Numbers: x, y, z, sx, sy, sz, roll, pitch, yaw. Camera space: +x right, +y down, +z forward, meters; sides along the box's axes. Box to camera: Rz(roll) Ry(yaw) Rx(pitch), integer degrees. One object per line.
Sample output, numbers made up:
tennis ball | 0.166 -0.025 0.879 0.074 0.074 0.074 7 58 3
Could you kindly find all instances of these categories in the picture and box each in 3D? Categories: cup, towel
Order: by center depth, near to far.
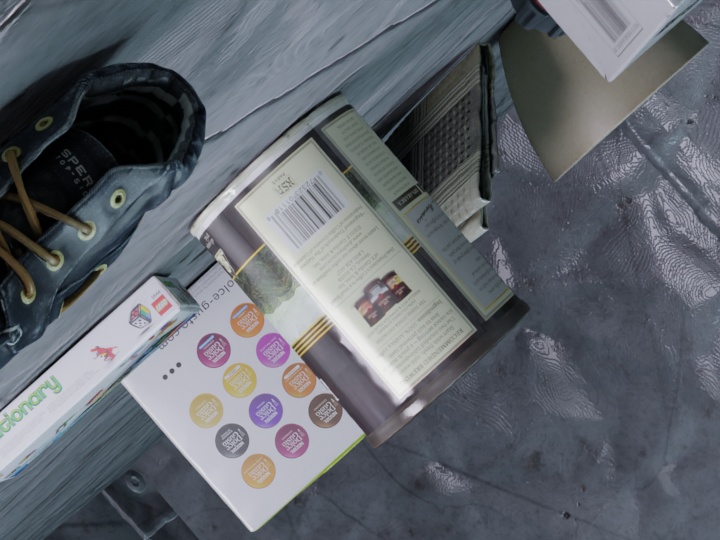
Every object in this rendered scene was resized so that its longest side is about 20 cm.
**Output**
towel | 0.071 -0.085 2.137 0.200 0.034 0.194 -45 -147 46
cup | 0.216 -0.205 2.247 0.200 0.143 0.200 -42 178 -1

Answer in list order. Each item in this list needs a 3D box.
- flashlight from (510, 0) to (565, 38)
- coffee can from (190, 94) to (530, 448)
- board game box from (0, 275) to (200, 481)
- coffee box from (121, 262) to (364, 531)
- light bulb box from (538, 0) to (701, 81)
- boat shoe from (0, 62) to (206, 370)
flashlight | 0.176 -0.244 1.702 0.068 0.068 0.200 -46 -178 -32
coffee can | 0.000 0.000 1.611 0.146 0.200 0.146 -41 178 -2
board game box | -0.209 0.082 1.731 0.200 0.035 0.126 -42 177 1
coffee box | -0.078 0.089 2.075 0.199 0.198 0.200 -41 178 1
light bulb box | 0.201 -0.241 1.400 0.200 0.125 0.198 -40 178 -8
boat shoe | -0.127 -0.013 0.828 0.091 0.071 0.200 -44 -176 33
